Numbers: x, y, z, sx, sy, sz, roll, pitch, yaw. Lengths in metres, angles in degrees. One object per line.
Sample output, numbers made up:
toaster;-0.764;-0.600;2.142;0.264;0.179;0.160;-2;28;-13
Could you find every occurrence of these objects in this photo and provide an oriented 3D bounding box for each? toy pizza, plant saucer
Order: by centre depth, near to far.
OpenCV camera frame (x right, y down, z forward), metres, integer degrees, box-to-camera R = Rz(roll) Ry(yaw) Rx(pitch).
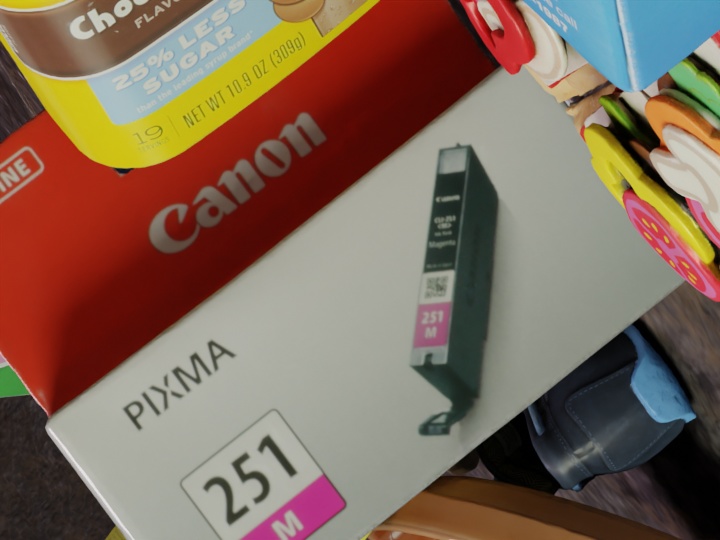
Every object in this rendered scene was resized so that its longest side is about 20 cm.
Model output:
toy pizza;0.072;-0.056;0.657;0.201;0.032;0.200;52;171;11
plant saucer;0.099;0.124;0.963;0.199;0.033;0.200;20;169;4

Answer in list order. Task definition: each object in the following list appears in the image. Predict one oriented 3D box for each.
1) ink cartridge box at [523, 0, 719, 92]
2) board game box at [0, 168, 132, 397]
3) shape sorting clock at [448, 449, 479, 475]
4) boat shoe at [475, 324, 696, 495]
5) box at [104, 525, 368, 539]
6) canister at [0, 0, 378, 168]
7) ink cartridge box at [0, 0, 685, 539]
ink cartridge box;0.018;-0.149;0.402;0.145;0.084;0.200;47;171;31
board game box;-0.111;-0.004;0.882;0.153;0.198;0.041;-133;41;-61
shape sorting clock;0.000;0.000;1.056;0.201;0.039;0.200;56;-171;-13
boat shoe;0.069;0.052;0.972;0.084;0.068;0.200;53;171;2
box;-0.011;0.053;0.933;0.075;0.200;0.050;39;176;-18
canister;-0.069;-0.137;0.715;0.087;0.148;0.200;47;172;34
ink cartridge box;-0.022;-0.007;0.786;0.174;0.200;0.044;53;172;-2
